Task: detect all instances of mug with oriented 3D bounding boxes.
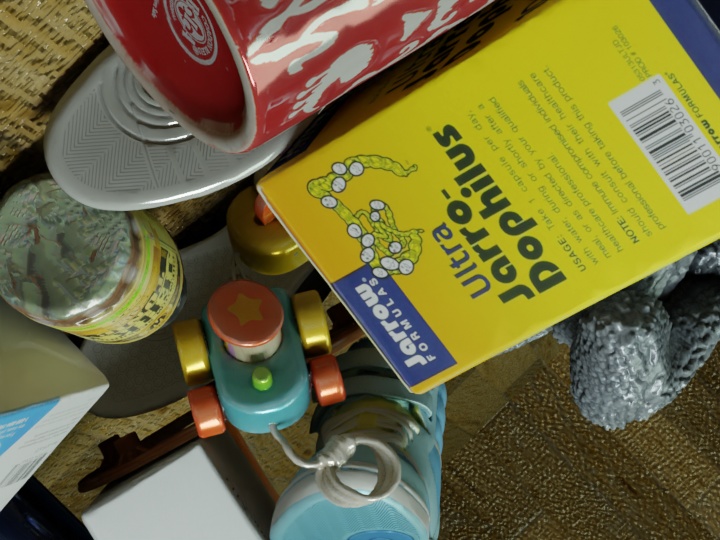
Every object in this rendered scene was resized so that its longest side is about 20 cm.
[{"bbox_3d":[0.014,-0.120,0.835,0.200,0.133,0.178,-36,132,-21],"label":"mug"}]

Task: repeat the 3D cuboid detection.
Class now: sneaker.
[{"bbox_3d":[0.001,0.083,1.216,0.200,0.080,0.131,79,12,-71],"label":"sneaker"},{"bbox_3d":[-0.069,0.020,1.284,0.200,0.071,0.099,-44,167,-22],"label":"sneaker"},{"bbox_3d":[-0.036,-0.087,0.995,0.200,0.073,0.112,-35,-179,-5],"label":"sneaker"}]

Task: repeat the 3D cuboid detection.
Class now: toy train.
[{"bbox_3d":[0.000,0.000,1.111,0.200,0.150,0.056,-61,161,-26],"label":"toy train"}]

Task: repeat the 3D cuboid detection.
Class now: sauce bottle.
[{"bbox_3d":[-0.110,-0.001,1.064,0.065,0.065,0.200,-45,172,2],"label":"sauce bottle"}]

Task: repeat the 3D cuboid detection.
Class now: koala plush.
[{"bbox_3d":[0.109,-0.063,1.234,0.184,0.177,0.200,-42,127,-21],"label":"koala plush"}]

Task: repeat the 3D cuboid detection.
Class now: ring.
[{"bbox_3d":[-0.062,0.058,1.275,0.200,0.019,0.200,-30,-179,0],"label":"ring"}]

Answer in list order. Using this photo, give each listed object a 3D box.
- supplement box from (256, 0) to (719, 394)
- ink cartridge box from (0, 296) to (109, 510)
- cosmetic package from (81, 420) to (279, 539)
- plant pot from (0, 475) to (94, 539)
[{"bbox_3d":[0.080,-0.056,0.943,0.200,0.110,0.109,-30,-167,34],"label":"supplement box"},{"bbox_3d":[-0.213,0.103,1.065,0.200,0.067,0.116,-48,170,16],"label":"ink cartridge box"},{"bbox_3d":[-0.079,0.136,1.264,0.071,0.101,0.200,-32,-178,1],"label":"cosmetic package"},{"bbox_3d":[-0.195,0.215,1.244,0.200,0.200,0.180,-46,175,8],"label":"plant pot"}]
